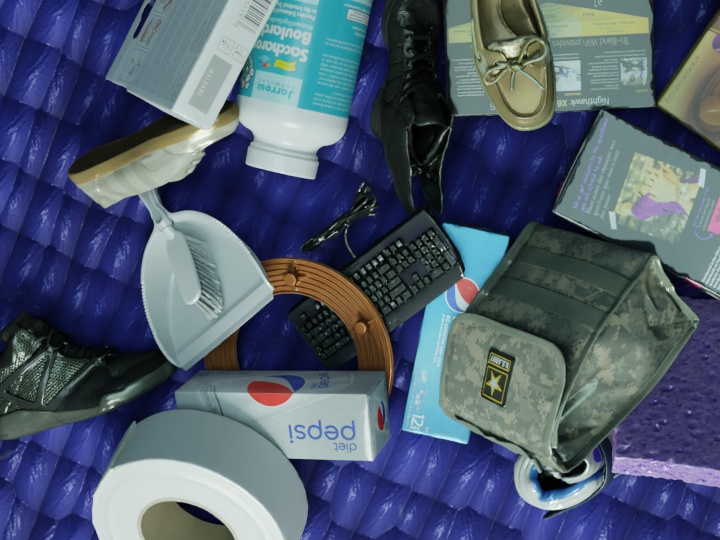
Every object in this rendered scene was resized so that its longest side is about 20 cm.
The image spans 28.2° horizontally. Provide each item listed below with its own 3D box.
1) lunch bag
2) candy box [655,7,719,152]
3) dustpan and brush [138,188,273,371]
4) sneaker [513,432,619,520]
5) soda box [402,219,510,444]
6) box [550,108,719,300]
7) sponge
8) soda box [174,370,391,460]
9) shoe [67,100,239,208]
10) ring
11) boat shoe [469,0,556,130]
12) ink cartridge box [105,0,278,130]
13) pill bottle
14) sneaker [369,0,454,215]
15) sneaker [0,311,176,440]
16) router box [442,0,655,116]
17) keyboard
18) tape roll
[{"bbox_3d":[0.170,0.072,1.278,0.201,0.163,0.118,-52,125,-13],"label":"lunch bag"},{"bbox_3d":[0.376,-0.204,1.328,0.116,0.056,0.201,35,98,4],"label":"candy box"},{"bbox_3d":[-0.177,-0.024,1.401,0.139,0.057,0.202,-38,58,23],"label":"dustpan and brush"},{"bbox_3d":[0.234,0.163,1.325,0.198,0.146,0.081,-24,91,9],"label":"sneaker"},{"bbox_3d":[0.092,0.058,1.376,0.067,0.064,0.203,11,96,5],"label":"soda box"},{"bbox_3d":[0.283,-0.057,1.316,0.198,0.122,0.107,27,96,5],"label":"box"},{"bbox_3d":[0.285,0.104,1.305,0.110,0.202,0.030,5,137,5],"label":"sponge"},{"bbox_3d":[-0.074,0.136,1.366,0.197,0.063,0.069,0,106,19],"label":"soda box"},{"bbox_3d":[-0.190,-0.110,1.370,0.198,0.070,0.054,-18,114,29],"label":"shoe"},{"bbox_3d":[-0.064,0.086,1.393,0.197,0.019,0.203,6,109,17],"label":"ring"},{"bbox_3d":[0.129,-0.225,1.298,0.072,0.063,0.203,-17,93,7],"label":"boat shoe"},{"bbox_3d":[-0.156,-0.225,1.339,0.050,0.200,0.162,27,90,-30],"label":"ink cartridge box"},{"bbox_3d":[-0.056,-0.193,1.352,0.109,0.111,0.203,12,95,6],"label":"pill bottle"},{"bbox_3d":[0.056,-0.162,1.330,0.059,0.104,0.202,-4,121,-25],"label":"sneaker"},{"bbox_3d":[-0.284,0.089,1.418,0.197,0.076,0.116,-15,99,13],"label":"sneaker"},{"bbox_3d":[0.177,-0.228,1.351,0.197,0.052,0.160,-1,95,7],"label":"router box"},{"bbox_3d":[0.000,0.000,1.364,0.199,0.021,0.128,-37,85,33],"label":"keyboard"},{"bbox_3d":[-0.153,0.230,1.367,0.199,0.071,0.205,10,129,12],"label":"tape roll"}]
